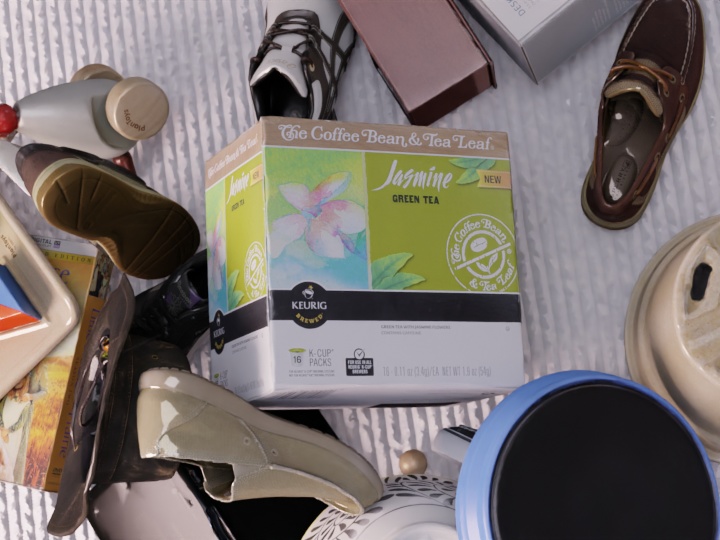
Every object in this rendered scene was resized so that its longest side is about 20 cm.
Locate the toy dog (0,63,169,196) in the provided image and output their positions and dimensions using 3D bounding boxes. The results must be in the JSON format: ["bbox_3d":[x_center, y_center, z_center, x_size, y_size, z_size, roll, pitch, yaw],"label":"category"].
[{"bbox_3d":[-0.250,-0.099,1.303,0.200,0.132,0.097,-10,113,-7],"label":"toy dog"}]

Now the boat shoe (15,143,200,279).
[{"bbox_3d":[-0.192,-0.051,1.253,0.073,0.200,0.065,-44,61,2],"label":"boat shoe"}]

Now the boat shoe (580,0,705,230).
[{"bbox_3d":[0.219,-0.132,1.253,0.072,0.072,0.200,20,83,12],"label":"boat shoe"}]

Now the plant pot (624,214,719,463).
[{"bbox_3d":[0.287,0.038,1.156,0.200,0.183,0.201,-2,81,10],"label":"plant pot"}]

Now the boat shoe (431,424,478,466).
[{"bbox_3d":[0.155,0.142,1.219,0.200,0.072,0.068,17,83,8],"label":"boat shoe"}]

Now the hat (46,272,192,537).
[{"bbox_3d":[-0.167,0.107,1.190,0.081,0.201,0.201,16,83,-17],"label":"hat"}]

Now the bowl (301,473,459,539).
[{"bbox_3d":[0.047,0.234,1.169,0.200,0.094,0.201,2,69,-5],"label":"bowl"}]

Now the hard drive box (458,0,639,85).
[{"bbox_3d":[0.162,-0.273,1.272,0.200,0.077,0.156,-38,66,1],"label":"hard drive box"}]

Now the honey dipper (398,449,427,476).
[{"bbox_3d":[0.070,0.232,1.241,0.038,0.038,0.200,-21,73,6],"label":"honey dipper"}]

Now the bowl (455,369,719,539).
[{"bbox_3d":[0.165,0.170,1.143,0.200,0.039,0.201,4,79,-20],"label":"bowl"}]

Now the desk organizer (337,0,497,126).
[{"bbox_3d":[0.024,-0.217,1.297,0.077,0.072,0.200,-31,79,2],"label":"desk organizer"}]

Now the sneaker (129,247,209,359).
[{"bbox_3d":[-0.146,0.027,1.282,0.200,0.088,0.076,-37,77,3],"label":"sneaker"}]

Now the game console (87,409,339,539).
[{"bbox_3d":[-0.091,0.207,1.279,0.176,0.116,0.200,-45,73,31],"label":"game console"}]

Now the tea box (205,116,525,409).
[{"bbox_3d":[0.000,0.000,1.198,0.200,0.134,0.197,1,79,-24],"label":"tea box"}]

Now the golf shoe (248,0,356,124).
[{"bbox_3d":[-0.048,-0.172,1.297,0.078,0.094,0.200,-2,79,11],"label":"golf shoe"}]

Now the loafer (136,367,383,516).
[{"bbox_3d":[-0.076,0.134,1.138,0.200,0.076,0.068,27,72,-22],"label":"loafer"}]

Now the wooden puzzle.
[{"bbox_3d":[-0.340,0.033,1.302,0.200,0.046,0.185,-46,63,11],"label":"wooden puzzle"}]

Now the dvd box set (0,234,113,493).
[{"bbox_3d":[-0.284,0.069,1.312,0.146,0.029,0.200,9,82,26],"label":"dvd box set"}]
